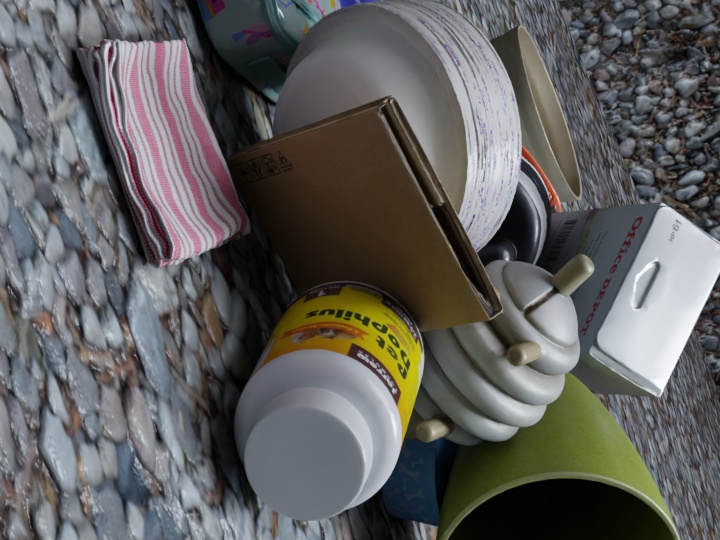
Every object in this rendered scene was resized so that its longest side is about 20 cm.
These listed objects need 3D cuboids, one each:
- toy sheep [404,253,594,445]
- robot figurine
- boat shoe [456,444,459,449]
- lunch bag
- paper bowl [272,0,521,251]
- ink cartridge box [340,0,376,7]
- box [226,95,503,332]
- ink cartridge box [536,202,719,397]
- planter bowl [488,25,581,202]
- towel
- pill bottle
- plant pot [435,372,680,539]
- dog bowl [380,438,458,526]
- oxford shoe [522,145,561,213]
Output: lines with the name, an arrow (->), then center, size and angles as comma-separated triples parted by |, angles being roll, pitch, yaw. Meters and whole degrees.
toy sheep -> 0.093, 0.057, 1.486 | 0.138, 0.199, 0.138 | 41, 26, -26
robot figurine -> 0.097, -0.040, 1.741 | 0.124, 0.151, 0.200 | 28, 14, 4
boat shoe -> 0.111, 0.102, 1.713 | 0.075, 0.201, 0.072 | 29, 36, 3
lunch bag -> -0.069, -0.215, 1.612 | 0.200, 0.076, 0.162 | 30, 43, -68
paper bowl -> 0.014, -0.094, 1.495 | 0.104, 0.200, 0.202 | -14, 85, -43
ink cartridge box -> 0.016, -0.224, 1.840 | 0.200, 0.039, 0.100 | -31, 103, -75
box -> 0.000, -0.028, 1.427 | 0.021, 0.199, 0.164 | -36, 103, -32
ink cartridge box -> 0.205, 0.026, 1.747 | 0.084, 0.145, 0.200 | 32, -14, -19
planter bowl -> 0.148, -0.152, 2.250 | 0.200, 0.134, 0.202 | -18, 90, -76
towel -> -0.121, -0.082, 1.341 | 0.200, 0.030, 0.148 | -28, 100, -76
pill bottle -> -0.021, 0.087, 1.342 | 0.200, 0.108, 0.110 | -68, 137, -70
plant pot -> 0.143, 0.167, 1.578 | 0.201, 0.186, 0.188 | -91, 158, -56
dog bowl -> 0.047, 0.102, 1.610 | 0.111, 0.049, 0.202 | 29, 61, -74
oxford shoe -> 0.105, -0.112, 1.863 | 0.200, 0.071, 0.073 | 43, 14, -8
